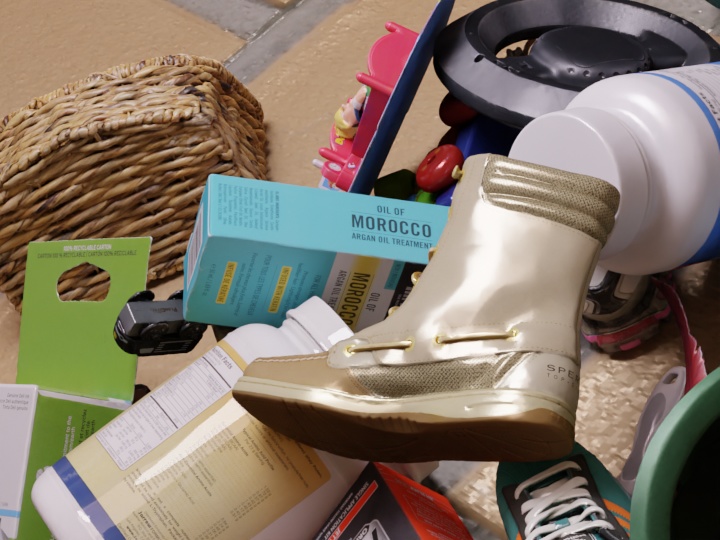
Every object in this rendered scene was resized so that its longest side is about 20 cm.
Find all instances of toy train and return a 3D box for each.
[{"bbox_3d":[0.058,-0.068,1.712,0.116,0.085,0.200,-30,25,33],"label":"toy train"},{"bbox_3d":[-0.063,0.032,1.612,0.046,0.199,0.034,-52,52,41],"label":"toy train"}]

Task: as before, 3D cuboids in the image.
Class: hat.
[{"bbox_3d":[0.181,0.122,1.355,0.200,0.166,0.176,-45,12,-21],"label":"hat"}]

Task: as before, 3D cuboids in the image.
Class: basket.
[{"bbox_3d":[-0.176,-0.081,1.840,0.199,0.143,0.149,-22,36,13],"label":"basket"}]

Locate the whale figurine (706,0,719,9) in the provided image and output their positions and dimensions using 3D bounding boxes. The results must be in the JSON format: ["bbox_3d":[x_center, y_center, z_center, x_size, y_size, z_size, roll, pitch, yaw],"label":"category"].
[{"bbox_3d":[0.294,-0.205,1.694,0.199,0.104,0.159,21,55,21],"label":"whale figurine"}]

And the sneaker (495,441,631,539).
[{"bbox_3d":[0.113,0.143,1.313,0.071,0.080,0.200,-26,47,1],"label":"sneaker"}]

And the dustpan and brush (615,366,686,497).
[{"bbox_3d":[0.136,0.140,1.390,0.139,0.057,0.200,2,47,40],"label":"dustpan and brush"}]

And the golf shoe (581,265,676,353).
[{"bbox_3d":[0.143,-0.045,1.592,0.072,0.092,0.200,-24,33,14],"label":"golf shoe"}]

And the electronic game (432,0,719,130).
[{"bbox_3d":[0.144,-0.126,1.670,0.199,0.042,0.200,4,27,-2],"label":"electronic game"}]

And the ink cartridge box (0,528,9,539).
[{"bbox_3d":[-0.238,0.270,1.442,0.199,0.146,0.145,-29,34,4],"label":"ink cartridge box"}]

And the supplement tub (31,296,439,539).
[{"bbox_3d":[-0.069,0.121,1.499,0.200,0.145,0.144,-36,34,-7],"label":"supplement tub"}]

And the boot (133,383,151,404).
[{"bbox_3d":[-0.082,0.111,1.610,0.199,0.075,0.097,-17,55,20],"label":"boot"}]

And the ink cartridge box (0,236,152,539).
[{"bbox_3d":[-0.206,0.075,1.618,0.148,0.076,0.201,-2,80,52],"label":"ink cartridge box"}]

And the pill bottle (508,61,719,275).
[{"bbox_3d":[0.175,-0.057,1.484,0.112,0.113,0.199,9,14,44],"label":"pill bottle"}]

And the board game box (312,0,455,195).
[{"bbox_3d":[0.004,-0.102,1.693,0.158,0.039,0.201,-42,-24,-80],"label":"board game box"}]

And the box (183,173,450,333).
[{"bbox_3d":[0.000,0.000,1.556,0.199,0.082,0.049,7,49,-11],"label":"box"}]

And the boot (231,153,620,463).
[{"bbox_3d":[0.035,0.018,1.393,0.199,0.073,0.156,-1,64,34],"label":"boot"}]

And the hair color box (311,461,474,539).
[{"bbox_3d":[0.030,0.196,1.374,0.102,0.061,0.200,-53,33,11],"label":"hair color box"}]
